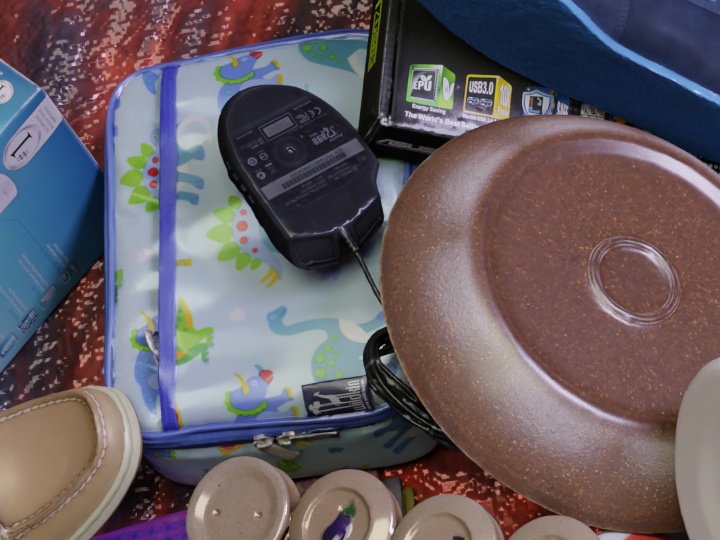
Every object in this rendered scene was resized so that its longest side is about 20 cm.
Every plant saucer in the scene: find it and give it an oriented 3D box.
[{"bbox_3d":[0.107,0.011,1.244,0.200,0.037,0.201,12,56,-17],"label":"plant saucer"}]

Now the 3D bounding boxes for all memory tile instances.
[{"bbox_3d":[0.000,0.157,1.201,0.200,0.017,0.153,8,74,33],"label":"memory tile"}]

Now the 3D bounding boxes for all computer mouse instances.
[{"bbox_3d":[0.000,0.000,1.296,0.059,0.034,0.200,-25,67,-17],"label":"computer mouse"}]

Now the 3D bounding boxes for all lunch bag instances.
[{"bbox_3d":[-0.040,-0.005,1.367,0.161,0.082,0.200,-6,66,14],"label":"lunch bag"}]

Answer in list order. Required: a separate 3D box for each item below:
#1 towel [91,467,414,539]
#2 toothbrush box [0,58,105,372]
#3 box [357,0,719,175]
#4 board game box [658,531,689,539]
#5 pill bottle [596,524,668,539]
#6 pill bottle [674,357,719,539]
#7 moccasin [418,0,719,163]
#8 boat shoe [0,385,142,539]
[{"bbox_3d":[-0.070,0.155,1.307,0.200,0.023,0.144,-14,36,6],"label":"towel"},{"bbox_3d":[-0.214,0.001,1.368,0.085,0.146,0.200,35,81,23],"label":"toothbrush box"},{"bbox_3d":[0.106,-0.129,1.359,0.200,0.048,0.193,11,71,-11],"label":"box"},{"bbox_3d":[0.234,0.118,1.282,0.200,0.026,0.200,27,77,22],"label":"board game box"},{"bbox_3d":[0.160,0.196,1.197,0.200,0.116,0.116,30,78,21],"label":"pill bottle"},{"bbox_3d":[0.235,0.069,1.189,0.200,0.113,0.113,-11,62,-25],"label":"pill bottle"},{"bbox_3d":[0.102,-0.115,1.297,0.200,0.080,0.068,30,63,-19],"label":"moccasin"},{"bbox_3d":[-0.186,0.109,1.327,0.200,0.066,0.074,-33,61,21],"label":"boat shoe"}]
